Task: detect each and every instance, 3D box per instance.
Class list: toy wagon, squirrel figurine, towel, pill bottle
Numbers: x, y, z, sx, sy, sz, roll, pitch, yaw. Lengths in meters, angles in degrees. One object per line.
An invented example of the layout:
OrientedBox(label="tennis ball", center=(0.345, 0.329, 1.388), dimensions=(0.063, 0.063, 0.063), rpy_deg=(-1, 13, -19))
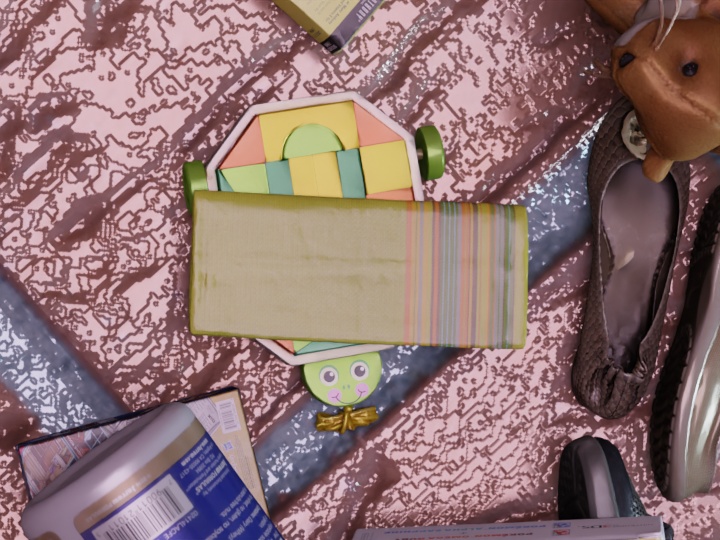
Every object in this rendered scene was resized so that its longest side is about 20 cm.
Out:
OrientedBox(label="toy wagon", center=(-0.018, -0.003, 1.436), dimensions=(0.155, 0.040, 0.201), rpy_deg=(-9, 91, -9))
OrientedBox(label="squirrel figurine", center=(0.214, -0.135, 1.407), dimensions=(0.200, 0.141, 0.187), rpy_deg=(34, 45, -33))
OrientedBox(label="towel", center=(0.000, 0.000, 1.413), dimensions=(0.199, 0.018, 0.086), rpy_deg=(3, 84, -9))
OrientedBox(label="pill bottle", center=(-0.089, 0.183, 1.348), dimensions=(0.116, 0.116, 0.200), rpy_deg=(-36, 95, -8))

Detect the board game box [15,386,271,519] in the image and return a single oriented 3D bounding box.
OrientedBox(label="board game box", center=(-0.113, 0.181, 1.420), dimensions=(0.135, 0.035, 0.201), rpy_deg=(-14, 92, -10))

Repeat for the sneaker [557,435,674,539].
OrientedBox(label="sneaker", center=(0.188, 0.182, 1.453), dimensions=(0.114, 0.076, 0.200), rpy_deg=(-20, 96, -11))

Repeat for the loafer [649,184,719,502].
OrientedBox(label="loafer", center=(0.225, 0.045, 1.459), dimensions=(0.068, 0.076, 0.201), rpy_deg=(15, 86, -3))

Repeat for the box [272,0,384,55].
OrientedBox(label="box", center=(-0.065, -0.220, 1.425), dimensions=(0.200, 0.050, 0.075), rpy_deg=(40, 83, -8))

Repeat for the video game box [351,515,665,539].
OrientedBox(label="video game box", center=(0.091, 0.244, 1.407), dimensions=(0.181, 0.047, 0.201), rpy_deg=(-2, 102, 10))

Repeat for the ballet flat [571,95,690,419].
OrientedBox(label="ballet flat", center=(0.164, -0.009, 1.464), dimensions=(0.067, 0.046, 0.201), rpy_deg=(11, 88, -10))
